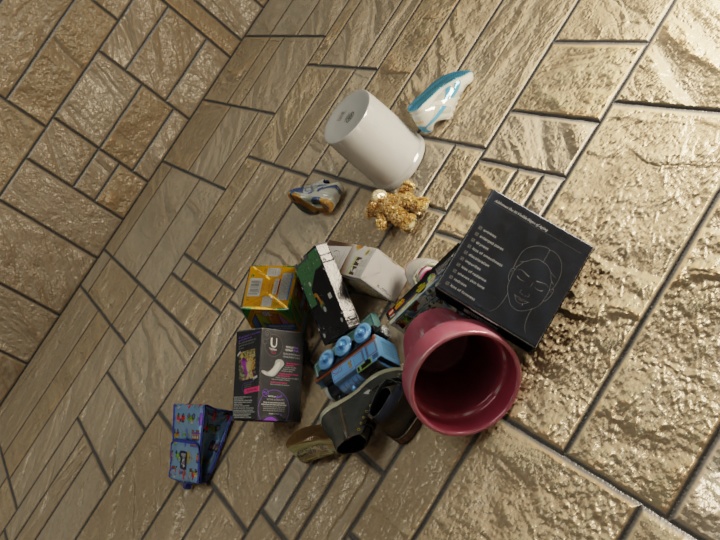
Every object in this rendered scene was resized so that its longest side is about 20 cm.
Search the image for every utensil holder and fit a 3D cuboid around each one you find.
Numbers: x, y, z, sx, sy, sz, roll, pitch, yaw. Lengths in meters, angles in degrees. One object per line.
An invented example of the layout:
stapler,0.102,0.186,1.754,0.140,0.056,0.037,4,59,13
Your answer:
utensil holder,0.034,-0.320,1.984,0.169,0.199,0.171,-31,40,30

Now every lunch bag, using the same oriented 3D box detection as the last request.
lunch bag,-0.406,0.436,1.989,0.150,0.094,0.202,-9,66,46

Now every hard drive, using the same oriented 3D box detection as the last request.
hard drive,-0.077,0.054,1.804,0.140,0.038,0.202,-39,72,57

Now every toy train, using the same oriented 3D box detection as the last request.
toy train,-0.010,0.196,1.688,0.199,0.086,0.115,-38,42,23

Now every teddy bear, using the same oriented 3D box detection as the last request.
teddy bear,0.081,-0.151,1.895,0.145,0.067,0.200,-47,34,7

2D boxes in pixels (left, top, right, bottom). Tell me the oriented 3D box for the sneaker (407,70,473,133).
sneaker,0.204,-0.419,1.976,0.200,0.081,0.076,-41,29,-15

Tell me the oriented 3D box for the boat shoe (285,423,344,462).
boat shoe,-0.064,0.348,1.650,0.199,0.063,0.073,-18,21,39

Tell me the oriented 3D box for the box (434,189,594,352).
box,0.260,0.004,1.390,0.198,0.199,0.124,-58,-10,-4

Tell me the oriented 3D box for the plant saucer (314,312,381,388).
plant saucer,-0.031,0.174,1.792,0.200,0.019,0.070,-44,34,18

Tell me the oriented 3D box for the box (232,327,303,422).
box,-0.207,0.237,1.811,0.105,0.121,0.202,-10,73,47

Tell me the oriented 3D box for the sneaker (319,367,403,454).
sneaker,0.024,0.275,1.557,0.199,0.075,0.106,-34,35,-2

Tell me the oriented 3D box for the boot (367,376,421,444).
boot,0.093,0.220,1.519,0.074,0.097,0.201,14,72,55

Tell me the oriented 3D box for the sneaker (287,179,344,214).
sneaker,-0.118,-0.206,2.206,0.199,0.075,0.088,14,60,48

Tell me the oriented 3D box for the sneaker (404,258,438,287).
sneaker,0.144,0.013,1.648,0.082,0.088,0.200,-56,33,-3

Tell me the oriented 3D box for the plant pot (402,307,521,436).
plant pot,0.158,0.159,1.417,0.200,0.199,0.179,-49,23,8

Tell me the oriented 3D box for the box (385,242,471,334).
box,0.164,0.058,1.538,0.200,0.137,0.040,-44,32,14

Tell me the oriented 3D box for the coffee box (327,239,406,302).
coffee box,0.000,0.000,1.819,0.199,0.114,0.080,13,70,54

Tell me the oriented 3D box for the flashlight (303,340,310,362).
flashlight,-0.205,0.210,1.944,0.199,0.068,0.068,-13,46,40

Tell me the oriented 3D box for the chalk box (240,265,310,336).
chalk box,-0.193,0.093,1.942,0.123,0.201,0.126,1,57,13
